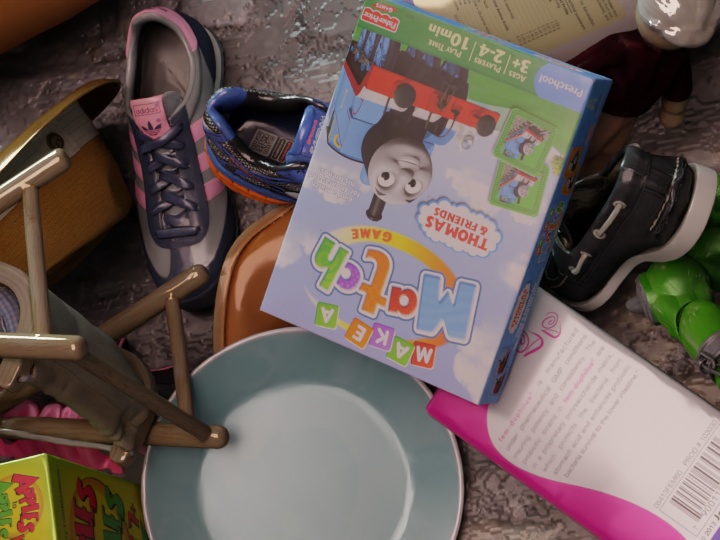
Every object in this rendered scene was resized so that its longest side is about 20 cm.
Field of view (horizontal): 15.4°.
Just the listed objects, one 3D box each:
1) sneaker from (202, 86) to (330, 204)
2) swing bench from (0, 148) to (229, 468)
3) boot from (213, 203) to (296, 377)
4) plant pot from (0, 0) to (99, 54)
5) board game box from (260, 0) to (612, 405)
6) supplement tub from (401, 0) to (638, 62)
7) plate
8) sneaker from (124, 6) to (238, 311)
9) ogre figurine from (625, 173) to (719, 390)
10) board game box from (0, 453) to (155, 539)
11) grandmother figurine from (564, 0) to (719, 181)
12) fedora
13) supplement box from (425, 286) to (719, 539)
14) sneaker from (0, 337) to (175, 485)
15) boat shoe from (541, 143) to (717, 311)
[{"bbox_3d":[-0.013,-0.065,1.624,0.200,0.078,0.075,12,74,19],"label":"sneaker"},{"bbox_3d":[-0.213,0.045,1.590,0.200,0.199,0.130,-16,65,18],"label":"swing bench"},{"bbox_3d":[0.000,0.000,1.677,0.155,0.074,0.200,17,87,19],"label":"boot"},{"bbox_3d":[-0.247,-0.232,1.770,0.140,0.200,0.200,-16,72,-1],"label":"plant pot"},{"bbox_3d":[0.042,-0.042,1.552,0.151,0.037,0.200,23,101,21],"label":"board game box"},{"bbox_3d":[0.114,-0.185,1.633,0.200,0.145,0.145,-23,71,15],"label":"supplement tub"},{"bbox_3d":[-0.036,0.135,1.657,0.200,0.026,0.200,0,86,0],"label":"plate"},{"bbox_3d":[-0.126,-0.075,1.734,0.070,0.082,0.200,-12,74,17],"label":"sneaker"},{"bbox_3d":[0.239,-0.007,1.568,0.120,0.098,0.200,22,78,34],"label":"ogre figurine"},{"bbox_3d":[-0.161,0.179,1.624,0.048,0.200,0.102,-13,74,17],"label":"board game box"},{"bbox_3d":[0.148,-0.107,1.581,0.061,0.121,0.200,56,132,23],"label":"grandmother figurine"},{"bbox_3d":[-0.207,-0.037,1.718,0.201,0.201,0.082,-43,93,7],"label":"fedora"},{"bbox_3d":[0.154,0.103,1.576,0.200,0.103,0.101,36,93,23],"label":"supplement box"},{"bbox_3d":[-0.193,0.076,1.742,0.200,0.079,0.095,17,57,27],"label":"sneaker"},{"bbox_3d":[0.143,-0.030,1.565,0.060,0.200,0.076,22,66,-12],"label":"boat shoe"}]
